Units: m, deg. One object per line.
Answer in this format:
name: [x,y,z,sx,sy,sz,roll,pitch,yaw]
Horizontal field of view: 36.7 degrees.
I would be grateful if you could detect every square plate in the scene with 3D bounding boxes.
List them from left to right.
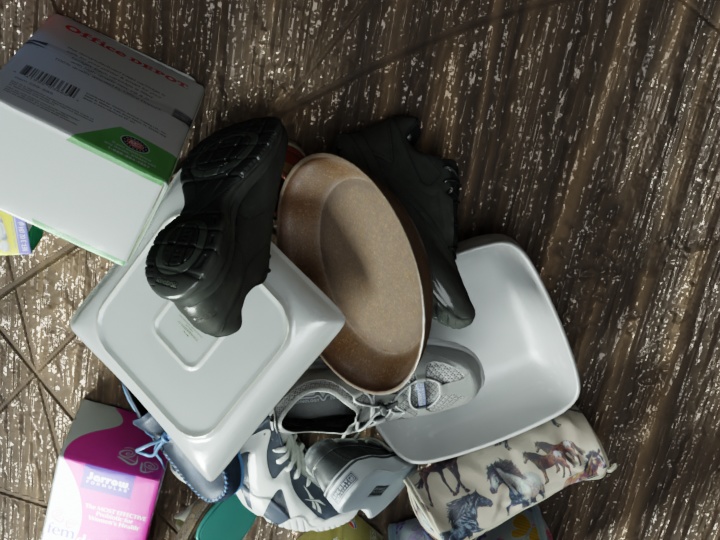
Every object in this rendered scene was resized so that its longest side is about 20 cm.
square plate: [-0.141,0.045,0.928,0.200,0.028,0.199,44,108,13]

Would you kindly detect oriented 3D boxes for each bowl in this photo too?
bowl: [0.087,0.067,1.012,0.198,0.075,0.201,-23,114,10]

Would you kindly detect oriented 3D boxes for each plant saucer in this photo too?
plant saucer: [0.000,0.000,0.883,0.036,0.200,0.203,-19,121,-32]

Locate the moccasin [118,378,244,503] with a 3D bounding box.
moccasin: [-0.185,0.132,1.003,0.080,0.068,0.201,-41,79,20]

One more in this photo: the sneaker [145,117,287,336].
sneaker: [-0.102,-0.037,0.857,0.075,0.201,0.091,0,140,28]

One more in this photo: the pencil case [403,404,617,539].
pencil case: [0.146,0.200,1.047,0.198,0.078,0.090,-25,83,-6]

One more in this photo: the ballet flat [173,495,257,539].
ballet flat: [-0.172,0.279,1.086,0.067,0.201,0.068,7,140,41]

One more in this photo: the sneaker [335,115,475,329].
sneaker: [0.054,-0.047,0.915,0.090,0.076,0.201,-26,75,-3]

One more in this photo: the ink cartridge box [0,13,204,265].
ink cartridge box: [-0.214,-0.110,0.858,0.145,0.201,0.084,25,117,-12]

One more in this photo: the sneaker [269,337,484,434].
sneaker: [0.012,0.115,0.951,0.198,0.082,0.075,-10,116,6]

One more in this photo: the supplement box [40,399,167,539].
supplement box: [-0.259,0.246,1.085,0.100,0.104,0.202,15,113,-6]

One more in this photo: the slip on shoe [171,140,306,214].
slip on shoe: [-0.136,-0.053,0.962,0.198,0.061,0.075,-23,116,12]

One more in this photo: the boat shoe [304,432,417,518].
boat shoe: [-0.003,0.191,1.036,0.068,0.199,0.074,42,98,20]

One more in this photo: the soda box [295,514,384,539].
soda box: [-0.066,0.339,1.150,0.068,0.064,0.200,42,109,-18]

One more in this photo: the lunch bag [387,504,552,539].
lunch bag: [0.119,0.321,1.066,0.168,0.201,0.128,-17,115,9]

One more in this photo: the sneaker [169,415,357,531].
sneaker: [-0.075,0.169,1.059,0.197,0.080,0.130,25,119,-5]

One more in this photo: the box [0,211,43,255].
box: [-0.392,-0.072,0.961,0.197,0.048,0.119,-2,116,3]
